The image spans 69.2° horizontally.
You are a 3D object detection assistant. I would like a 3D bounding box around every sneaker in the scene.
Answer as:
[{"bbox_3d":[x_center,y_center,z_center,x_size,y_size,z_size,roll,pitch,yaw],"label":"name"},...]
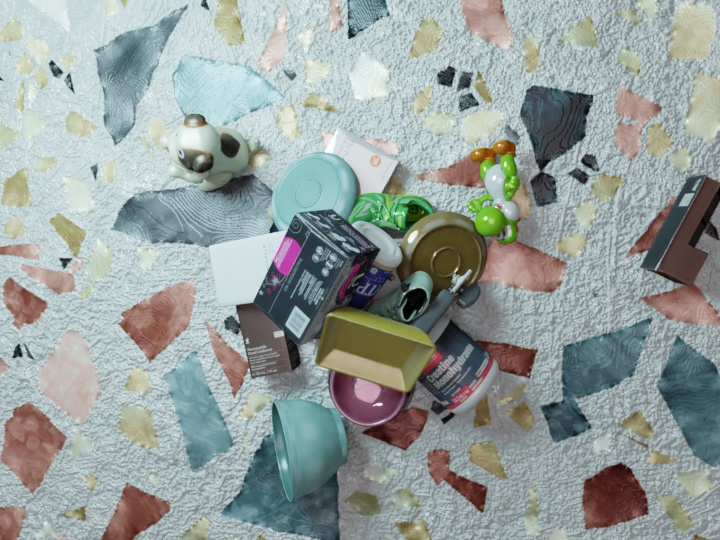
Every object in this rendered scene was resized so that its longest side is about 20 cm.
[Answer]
[{"bbox_3d":[0.060,0.088,1.014,0.074,0.118,0.201,41,104,-1],"label":"sneaker"},{"bbox_3d":[0.060,-0.119,1.062,0.198,0.084,0.075,-8,111,-15],"label":"sneaker"}]

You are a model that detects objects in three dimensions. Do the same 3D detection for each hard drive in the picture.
[{"bbox_3d":[-0.217,-0.002,1.079,0.198,0.027,0.134,-9,92,23],"label":"hard drive"}]

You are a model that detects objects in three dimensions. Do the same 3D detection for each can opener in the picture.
[{"bbox_3d":[0.168,0.069,1.012,0.066,0.053,0.200,41,58,14],"label":"can opener"}]

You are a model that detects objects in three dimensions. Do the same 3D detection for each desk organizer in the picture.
[{"bbox_3d":[0.644,-0.077,1.022,0.076,0.072,0.202,26,97,3],"label":"desk organizer"}]

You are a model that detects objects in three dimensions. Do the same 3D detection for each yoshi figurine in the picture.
[{"bbox_3d":[0.267,-0.152,1.046,0.111,0.112,0.203,-7,89,9],"label":"yoshi figurine"}]

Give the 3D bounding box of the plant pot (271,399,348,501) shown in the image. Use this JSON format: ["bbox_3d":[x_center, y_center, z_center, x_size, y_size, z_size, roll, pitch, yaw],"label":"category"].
[{"bbox_3d":[-0.104,0.364,1.106,0.133,0.200,0.203,-8,93,-19],"label":"plant pot"}]

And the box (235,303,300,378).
[{"bbox_3d":[-0.205,0.126,1.151,0.099,0.075,0.202,-13,90,10],"label":"box"}]

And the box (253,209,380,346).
[{"bbox_3d":[-0.078,0.010,0.931,0.132,0.114,0.201,40,118,18],"label":"box"}]

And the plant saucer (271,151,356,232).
[{"bbox_3d":[-0.103,-0.155,1.068,0.198,0.027,0.203,-7,72,22],"label":"plant saucer"}]

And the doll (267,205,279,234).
[{"bbox_3d":[-0.160,-0.057,1.117,0.136,0.048,0.202,-36,65,32],"label":"doll"}]

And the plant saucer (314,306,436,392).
[{"bbox_3d":[0.024,0.141,0.971,0.198,0.201,0.049,17,53,-1],"label":"plant saucer"}]

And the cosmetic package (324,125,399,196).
[{"bbox_3d":[-0.028,-0.181,1.119,0.150,0.052,0.201,30,97,2],"label":"cosmetic package"}]

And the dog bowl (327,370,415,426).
[{"bbox_3d":[0.020,0.243,1.126,0.198,0.074,0.203,1,94,8],"label":"dog bowl"}]

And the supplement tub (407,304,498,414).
[{"bbox_3d":[0.168,0.178,1.067,0.200,0.140,0.141,42,98,3],"label":"supplement tub"}]

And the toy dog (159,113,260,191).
[{"bbox_3d":[-0.317,-0.243,1.079,0.191,0.200,0.141,0,94,8],"label":"toy dog"}]

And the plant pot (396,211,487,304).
[{"bbox_3d":[0.172,-0.019,1.072,0.198,0.028,0.202,-4,109,-10],"label":"plant pot"}]

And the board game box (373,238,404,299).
[{"bbox_3d":[0.000,0.000,1.111,0.197,0.035,0.128,-1,116,8],"label":"board game box"}]

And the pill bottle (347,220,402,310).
[{"bbox_3d":[-0.018,0.014,1.033,0.119,0.120,0.201,39,117,4],"label":"pill bottle"}]
